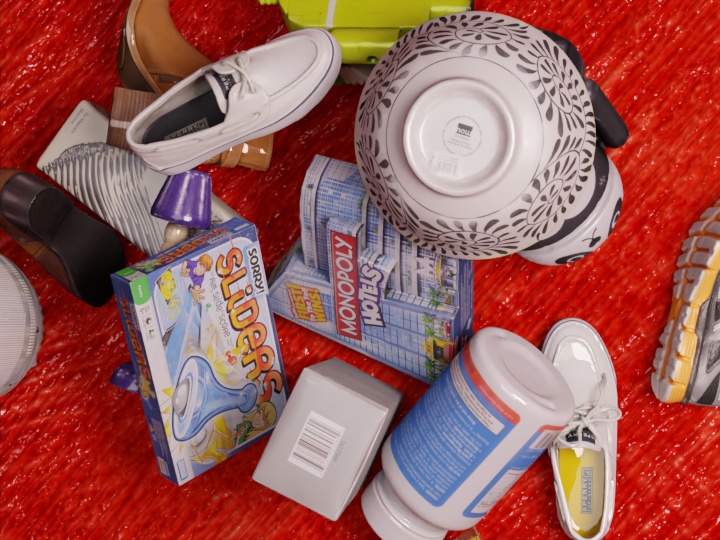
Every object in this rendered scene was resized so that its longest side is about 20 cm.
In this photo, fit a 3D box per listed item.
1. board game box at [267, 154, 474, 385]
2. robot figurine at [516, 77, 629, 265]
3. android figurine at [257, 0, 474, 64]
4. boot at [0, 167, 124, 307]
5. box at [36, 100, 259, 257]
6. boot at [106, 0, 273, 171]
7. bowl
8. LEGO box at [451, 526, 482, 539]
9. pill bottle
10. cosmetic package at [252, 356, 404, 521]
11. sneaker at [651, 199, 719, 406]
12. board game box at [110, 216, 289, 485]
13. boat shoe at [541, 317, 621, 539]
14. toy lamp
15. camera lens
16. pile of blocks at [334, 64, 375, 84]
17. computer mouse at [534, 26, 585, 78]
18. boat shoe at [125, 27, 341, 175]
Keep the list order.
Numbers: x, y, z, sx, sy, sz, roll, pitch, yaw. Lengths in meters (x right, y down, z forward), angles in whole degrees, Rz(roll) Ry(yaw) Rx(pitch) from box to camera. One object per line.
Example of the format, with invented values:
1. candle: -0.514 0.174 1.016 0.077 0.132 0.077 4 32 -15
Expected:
1. board game box: 0.000 0.000 1.293 0.198 0.201 0.062 14 48 17
2. robot figurine: 0.145 -0.090 1.262 0.149 0.200 0.126 -11 48 41
3. android figurine: 0.006 -0.260 1.301 0.197 0.041 0.184 5 62 9
4. boot: -0.330 -0.051 1.355 0.199 0.188 0.069 24 78 31
5. box: -0.198 -0.067 1.358 0.199 0.068 0.083 37 93 7
6. boot: -0.149 -0.184 1.352 0.153 0.077 0.202 9 53 -13
7. bowl: 0.083 -0.105 1.140 0.198 0.094 0.203 1 95 12
8. LEGO box: 0.062 0.351 1.290 0.199 0.077 0.150 -34 103 4
9. pill bottle: 0.087 0.156 1.277 0.112 0.112 0.200 42 114 6
10. cosmetic package: -0.023 0.142 1.267 0.089 0.200 0.108 25 93 8
11. sneaker: 0.322 0.027 1.299 0.076 0.078 0.202 16 93 -6
12. board game box: -0.136 0.071 1.284 0.135 0.034 0.202 -28 120 -33
13. boat shoe: 0.195 0.145 1.297 0.074 0.086 0.205 -1 88 6
14. toy lamp: -0.174 0.008 1.293 0.058 0.058 0.202 16 95 7
15. camera lens: -0.386 0.050 1.310 0.158 0.200 0.162 0 88 6
16. pile of blocks: 0.023 -0.164 1.333 0.199 0.082 0.062 36 133 9
17. computer mouse: 0.109 -0.221 1.341 0.197 0.046 0.142 9 63 -7
18. boat shoe: -0.110 -0.151 1.237 0.198 0.066 0.073 -24 73 9
